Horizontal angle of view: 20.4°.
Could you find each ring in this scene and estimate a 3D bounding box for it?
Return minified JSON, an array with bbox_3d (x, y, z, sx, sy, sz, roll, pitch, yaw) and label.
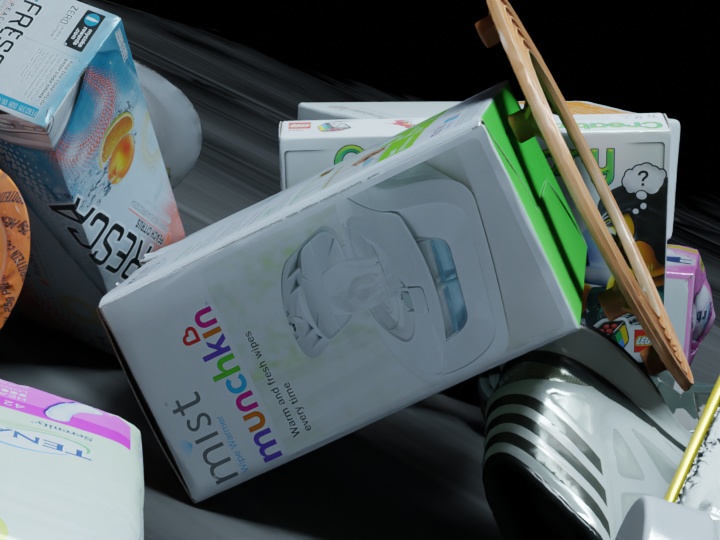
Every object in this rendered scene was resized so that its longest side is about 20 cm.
[{"bbox_3d":[0.098,-0.035,0.898,0.201,0.019,0.201,60,10,-18],"label":"ring"}]

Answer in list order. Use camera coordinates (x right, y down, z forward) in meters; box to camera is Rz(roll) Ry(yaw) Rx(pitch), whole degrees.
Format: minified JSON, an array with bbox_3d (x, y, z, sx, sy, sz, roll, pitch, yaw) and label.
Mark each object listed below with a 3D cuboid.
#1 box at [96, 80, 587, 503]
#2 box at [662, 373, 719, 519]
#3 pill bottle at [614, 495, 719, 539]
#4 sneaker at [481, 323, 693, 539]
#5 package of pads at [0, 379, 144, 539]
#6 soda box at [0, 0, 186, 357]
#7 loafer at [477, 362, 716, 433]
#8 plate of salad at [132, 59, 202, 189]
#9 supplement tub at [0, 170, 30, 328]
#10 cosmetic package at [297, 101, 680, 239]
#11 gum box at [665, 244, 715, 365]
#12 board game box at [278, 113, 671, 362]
[{"bbox_3d":[0.000,0.000,0.872,0.175,0.097,0.200,-26,6,10],"label":"box"},{"bbox_3d":[0.228,0.094,0.785,0.199,0.050,0.160,23,52,14],"label":"box"},{"bbox_3d":[0.174,0.143,0.651,0.198,0.112,0.111,19,11,2],"label":"pill bottle"},{"bbox_3d":[0.126,0.120,0.846,0.200,0.076,0.116,36,46,-13],"label":"sneaker"},{"bbox_3d":[-0.162,0.068,0.591,0.198,0.069,0.155,16,11,-9],"label":"package of pads"},{"bbox_3d":[-0.131,-0.040,0.898,0.068,0.064,0.201,21,-26,18],"label":"soda box"},{"bbox_3d":[0.158,0.089,1.047,0.198,0.063,0.072,7,38,6],"label":"loafer"},{"bbox_3d":[-0.177,-0.054,0.999,0.198,0.048,0.200,-6,-26,-3],"label":"plate of salad"},{"bbox_3d":[-0.236,-0.033,0.821,0.199,0.124,0.122,26,14,32],"label":"supplement tub"},{"bbox_3d":[0.072,-0.056,1.137,0.198,0.072,0.101,-3,12,-28],"label":"cosmetic package"},{"bbox_3d":[0.100,0.017,1.133,0.198,0.067,0.113,5,10,11],"label":"gum box"},{"bbox_3d":[0.058,-0.015,1.030,0.198,0.127,0.035,-2,20,1],"label":"board game box"}]
